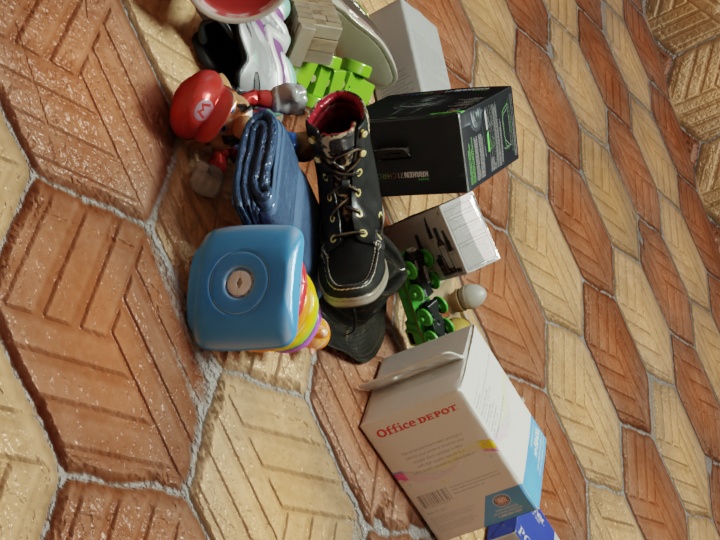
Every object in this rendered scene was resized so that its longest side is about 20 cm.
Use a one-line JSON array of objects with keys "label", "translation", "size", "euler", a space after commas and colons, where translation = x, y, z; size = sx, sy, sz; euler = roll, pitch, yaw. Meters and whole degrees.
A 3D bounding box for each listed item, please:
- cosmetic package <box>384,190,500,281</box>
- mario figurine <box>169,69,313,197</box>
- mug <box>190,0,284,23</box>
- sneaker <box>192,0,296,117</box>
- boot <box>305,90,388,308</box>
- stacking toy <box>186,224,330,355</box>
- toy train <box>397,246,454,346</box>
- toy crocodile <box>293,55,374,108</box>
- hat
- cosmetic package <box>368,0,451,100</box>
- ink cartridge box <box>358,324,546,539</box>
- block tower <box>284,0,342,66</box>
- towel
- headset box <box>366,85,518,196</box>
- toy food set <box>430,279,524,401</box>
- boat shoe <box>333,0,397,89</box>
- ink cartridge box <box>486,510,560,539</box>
[{"label": "cosmetic package", "translation": [0.088, -0.031, 1.604], "size": [0.083, 0.050, 0.200], "euler": [68, -19, -1]}, {"label": "mario figurine", "translation": [-0.107, -0.128, 1.375], "size": [0.200, 0.105, 0.125], "euler": [30, 46, -55]}, {"label": "mug", "translation": [-0.140, -0.369, 1.396], "size": [0.178, 0.132, 0.202], "euler": [57, 18, -49]}, {"label": "sneaker", "translation": [-0.134, -0.268, 1.464], "size": [0.139, 0.077, 0.202], "euler": [19, 52, -58]}, {"label": "boot", "translation": [-0.014, -0.072, 1.371], "size": [0.201, 0.072, 0.152], "euler": [-80, 163, -55]}, {"label": "stacking toy", "translation": [-0.075, 0.038, 1.327], "size": [0.200, 0.108, 0.118], "euler": [38, 52, -64]}, {"label": "toy train", "translation": [0.076, 0.061, 1.598], "size": [0.042, 0.056, 0.202], "euler": [-36, 118, -35]}, {"label": "toy crocodile", "translation": [-0.040, -0.224, 1.641], "size": [0.199, 0.061, 0.068], "euler": [2, 109, -63]}, {"label": "hat", "translation": [0.000, 0.000, 1.508], "size": [0.201, 0.080, 0.202], "euler": [45, 32, -39]}, {"label": "cosmetic package", "translation": [0.069, -0.247, 1.854], "size": [0.101, 0.071, 0.202], "euler": [26, 47, -54]}, {"label": "ink cartridge box", "translation": [0.099, 0.167, 1.515], "size": [0.201, 0.127, 0.126], "euler": [58, 27, -21]}, {"label": "block tower", "translation": [-0.072, -0.312, 1.580], "size": [0.057, 0.054, 0.201], "euler": [5, 44, -23]}, {"label": "towel", "translation": [-0.079, -0.058, 1.354], "size": [0.201, 0.048, 0.113], "euler": [65, 26, -57]}, {"label": "headset box", "translation": [0.072, -0.150, 1.633], "size": [0.200, 0.172, 0.094], "euler": [-34, 119, -59]}, {"label": "toy food set", "translation": [0.143, 0.095, 1.737], "size": [0.202, 0.060, 0.143], "euler": [66, 25, -4]}, {"label": "boat shoe", "translation": [-0.019, -0.306, 1.732], "size": [0.200, 0.071, 0.060], "euler": [40, 39, -35]}, {"label": "ink cartridge box", "translation": [0.221, 0.363, 1.696], "size": [0.201, 0.044, 0.094], "euler": [56, 26, -22]}]
